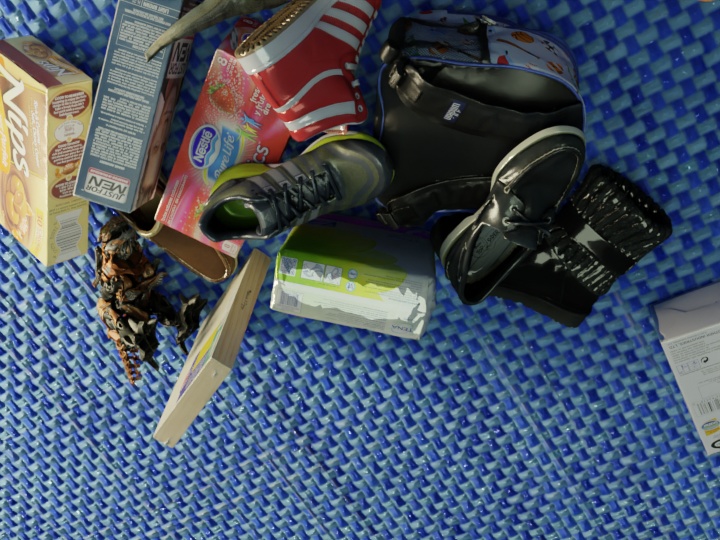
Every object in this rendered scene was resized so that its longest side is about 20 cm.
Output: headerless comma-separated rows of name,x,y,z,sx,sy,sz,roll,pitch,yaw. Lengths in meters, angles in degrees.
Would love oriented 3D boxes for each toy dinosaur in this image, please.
toy dinosaur,-0.108,-0.258,0.824,0.198,0.047,0.089,-28,129,-17
toy dinosaur,-0.254,0.040,1.078,0.134,0.102,0.202,27,147,29

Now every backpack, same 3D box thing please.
backpack,0.109,-0.140,0.866,0.186,0.156,0.202,10,139,6

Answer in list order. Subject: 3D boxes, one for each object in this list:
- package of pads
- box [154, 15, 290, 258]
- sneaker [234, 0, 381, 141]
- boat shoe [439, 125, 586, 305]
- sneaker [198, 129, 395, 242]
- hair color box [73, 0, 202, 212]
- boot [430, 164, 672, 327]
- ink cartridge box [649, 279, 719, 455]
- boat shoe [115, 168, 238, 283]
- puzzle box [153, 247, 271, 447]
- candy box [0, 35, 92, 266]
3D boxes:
package of pads,0.000,0.000,0.940,0.151,0.200,0.070,11,106,1
box,-0.120,-0.132,0.937,0.093,0.103,0.202,24,123,-7
sneaker,-0.014,-0.197,0.834,0.071,0.200,0.114,3,132,52
boat shoe,0.134,-0.039,0.827,0.073,0.067,0.200,17,137,-27
sneaker,-0.060,-0.064,0.850,0.197,0.081,0.075,-16,116,25
hair color box,-0.208,-0.165,0.894,0.059,0.100,0.204,17,102,-3
boot,0.191,-0.043,0.954,0.208,0.080,0.159,21,130,-17
ink cartridge box,0.412,0.111,1.020,0.134,0.077,0.202,-21,115,20
boat shoe,-0.215,-0.053,1.014,0.074,0.075,0.202,-35,111,26
puzzle box,-0.156,0.079,1.013,0.025,0.201,0.133,31,122,-13
candy box,-0.330,-0.121,0.971,0.115,0.055,0.203,34,128,30
